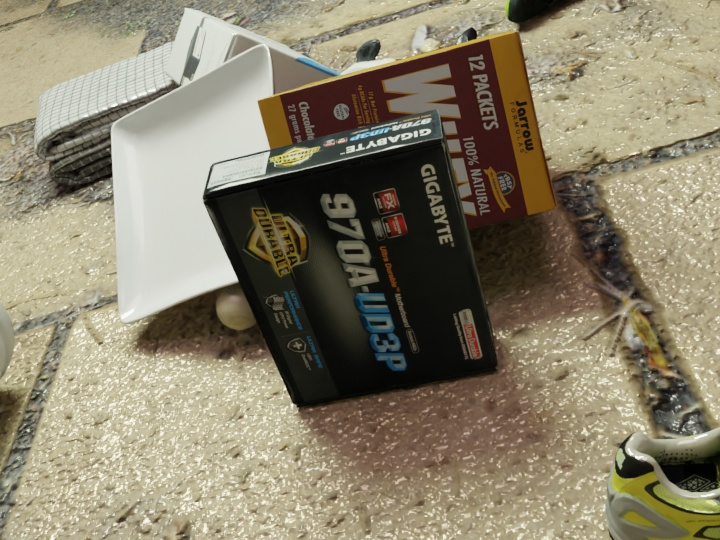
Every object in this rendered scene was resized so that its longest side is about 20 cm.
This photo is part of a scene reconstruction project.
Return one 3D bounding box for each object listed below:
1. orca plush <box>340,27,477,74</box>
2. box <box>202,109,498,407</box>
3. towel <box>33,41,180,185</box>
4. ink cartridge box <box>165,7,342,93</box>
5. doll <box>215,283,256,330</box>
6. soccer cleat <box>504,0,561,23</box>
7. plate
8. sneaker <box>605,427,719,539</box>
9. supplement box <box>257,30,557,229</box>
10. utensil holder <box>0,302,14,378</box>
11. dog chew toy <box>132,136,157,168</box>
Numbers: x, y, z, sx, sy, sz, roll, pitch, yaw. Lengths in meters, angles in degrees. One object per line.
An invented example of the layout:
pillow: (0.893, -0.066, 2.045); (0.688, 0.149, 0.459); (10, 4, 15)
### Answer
orca plush: (0.048, -0.202, 0.982); (0.200, 0.071, 0.105); (-29, 71, 34)
box: (0.000, 0.000, 0.634); (0.159, 0.200, 0.046); (-12, 36, 9)
towel: (-0.297, -0.194, 1.127); (0.200, 0.086, 0.166); (-22, 34, -1)
ink cartridge box: (-0.112, -0.207, 0.979); (0.145, 0.084, 0.200); (16, 14, -29)
doll: (-0.022, 0.011, 0.757); (0.200, 0.048, 0.136); (-16, 35, 0)
soccer cleat: (0.247, -0.362, 1.114); (0.081, 0.068, 0.200); (25, 53, 28)
plate: (-0.137, -0.069, 0.786); (0.200, 0.032, 0.200); (-19, 68, 32)
sneaker: (0.231, 0.118, 0.479); (0.200, 0.076, 0.075); (-9, 35, 11)
supplement box: (0.042, -0.108, 0.755); (0.197, 0.133, 0.200); (-13, 12, 8)
utensil holder: (-0.375, 0.110, 0.695); (0.170, 0.170, 0.200); (-14, 39, 7)
dog chew toy: (-0.137, -0.091, 0.893); (0.200, 0.125, 0.125); (16, 48, 27)
